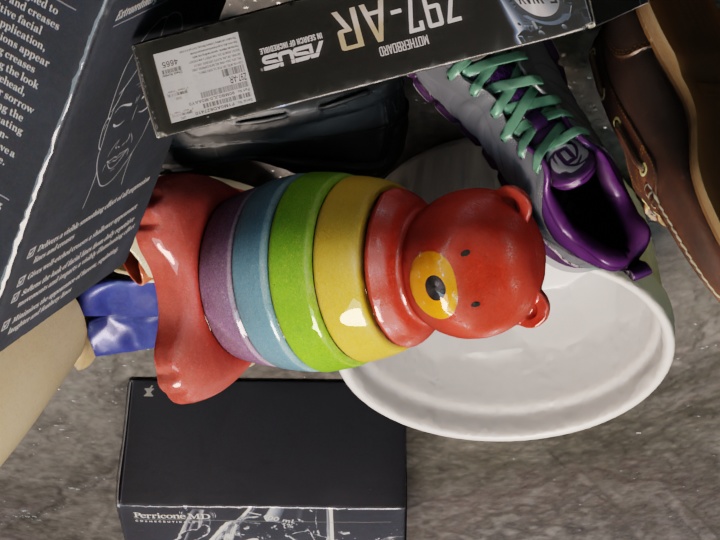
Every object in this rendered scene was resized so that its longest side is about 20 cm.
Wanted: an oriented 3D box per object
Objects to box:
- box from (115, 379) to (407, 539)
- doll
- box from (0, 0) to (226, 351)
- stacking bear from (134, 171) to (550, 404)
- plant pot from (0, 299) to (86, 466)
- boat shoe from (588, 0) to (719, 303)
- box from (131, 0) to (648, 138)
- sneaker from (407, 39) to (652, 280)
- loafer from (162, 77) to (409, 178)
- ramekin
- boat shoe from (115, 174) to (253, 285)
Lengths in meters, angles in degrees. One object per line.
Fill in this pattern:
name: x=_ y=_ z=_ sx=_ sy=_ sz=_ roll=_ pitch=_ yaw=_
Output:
box: x=-0.066 y=0.170 z=1.339 sx=0.199 sy=0.104 sz=0.182 roll=0 pitch=144 yaw=1
doll: x=-0.093 y=0.028 z=1.184 sx=0.199 sy=0.049 sz=0.137 roll=-5 pitch=145 yaw=14
box: x=-0.155 y=-0.083 z=0.862 sx=0.107 sy=0.148 sz=0.200 roll=30 pitch=117 yaw=9
stacking bear: x=0.000 y=0.000 z=0.962 sx=0.199 sy=0.122 sz=0.114 roll=-3 pitch=-171 yaw=28
plant pot: x=-0.287 y=0.086 z=1.106 sx=0.187 sy=0.200 sz=0.188 roll=13 pitch=143 yaw=10
boat shoe: x=0.168 y=-0.057 z=0.929 sx=0.070 sy=0.200 sz=0.070 roll=9 pitch=142 yaw=-31
box: x=0.019 y=-0.112 z=0.836 sx=0.199 sy=0.044 sz=0.160 roll=-12 pitch=-172 yaw=18
sneaker: x=0.087 y=-0.083 z=0.934 sx=0.074 sy=0.088 sz=0.200 roll=-39 pitch=106 yaw=-7
loafer: x=-0.073 y=-0.094 z=1.004 sx=0.200 sy=0.068 sz=0.071 roll=3 pitch=125 yaw=3
ramekin: x=0.084 y=0.008 z=1.104 sx=0.199 sy=0.105 sz=0.200 roll=1 pitch=144 yaw=1
boat shoe: x=-0.135 y=-0.022 z=1.074 sx=0.199 sy=0.063 sz=0.071 roll=4 pitch=161 yaw=-29
